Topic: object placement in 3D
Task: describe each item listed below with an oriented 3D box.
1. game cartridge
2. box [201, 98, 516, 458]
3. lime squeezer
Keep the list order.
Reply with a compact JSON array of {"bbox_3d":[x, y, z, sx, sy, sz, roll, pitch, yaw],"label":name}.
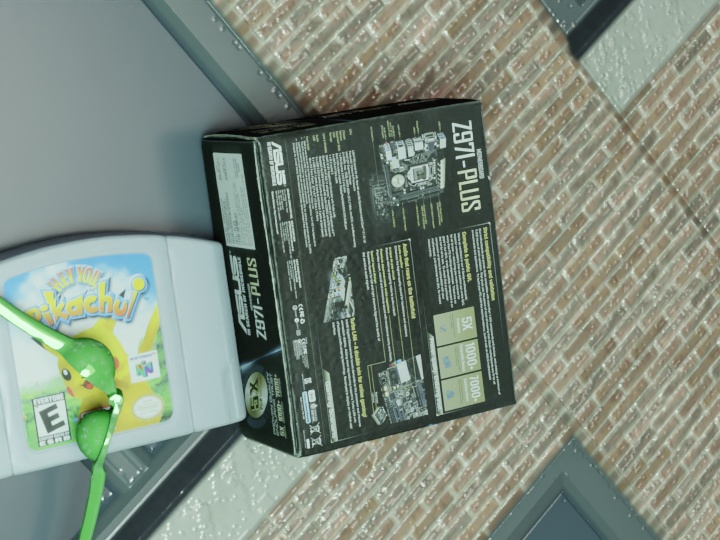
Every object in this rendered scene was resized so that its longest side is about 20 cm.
[{"bbox_3d":[-0.169,0.046,1.120,0.199,0.040,0.134,-12,96,-26],"label":"game cartridge"},{"bbox_3d":[0.000,0.000,1.175,0.163,0.086,0.201,-12,100,-26],"label":"box"},{"bbox_3d":[-0.170,0.086,1.083,0.070,0.038,0.201,-23,105,-24],"label":"lime squeezer"}]
